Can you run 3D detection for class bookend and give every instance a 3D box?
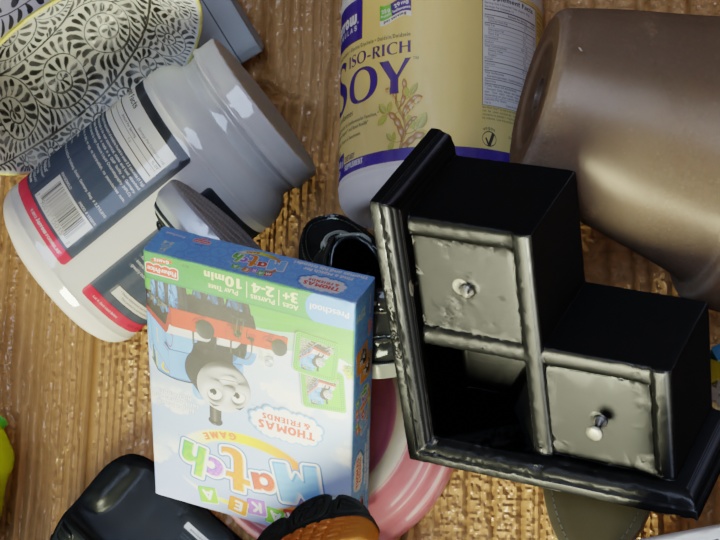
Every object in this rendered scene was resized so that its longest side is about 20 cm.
[{"bbox_3d":[0.124,0.032,1.113,0.198,0.200,0.092,10,38,26],"label":"bookend"}]

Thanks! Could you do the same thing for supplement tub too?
[{"bbox_3d":[-0.146,-0.057,1.312,0.199,0.140,0.141,-38,70,6],"label":"supplement tub"},{"bbox_3d":[0.057,-0.134,1.265,0.144,0.145,0.202,-3,77,16],"label":"supplement tub"}]

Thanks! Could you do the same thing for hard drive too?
[{"bbox_3d":[-0.192,-0.175,1.374,0.199,0.027,0.132,-29,110,10],"label":"hard drive"}]

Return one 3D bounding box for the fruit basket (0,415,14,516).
[{"bbox_3d":[-0.329,0.199,1.319,0.214,0.155,0.218,2,95,24],"label":"fruit basket"}]

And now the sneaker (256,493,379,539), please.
[{"bbox_3d":[-0.048,0.221,1.199,0.199,0.076,0.092,-34,100,36],"label":"sneaker"}]

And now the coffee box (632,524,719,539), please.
[{"bbox_3d":[0.252,0.258,1.085,0.196,0.200,0.202,-13,74,14],"label":"coffee box"}]

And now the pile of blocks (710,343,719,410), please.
[{"bbox_3d":[0.279,0.095,1.194,0.199,0.062,0.082,24,67,17],"label":"pile of blocks"}]

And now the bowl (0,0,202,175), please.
[{"bbox_3d":[-0.221,-0.169,1.290,0.200,0.201,0.094,-39,68,5],"label":"bowl"}]

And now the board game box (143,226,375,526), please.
[{"bbox_3d":[-0.067,0.080,1.193,0.150,0.037,0.202,13,125,18],"label":"board game box"}]

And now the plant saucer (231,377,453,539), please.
[{"bbox_3d":[-0.027,0.103,1.288,0.198,0.051,0.203,-4,77,16],"label":"plant saucer"}]

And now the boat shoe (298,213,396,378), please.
[{"bbox_3d":[0.000,0.000,1.246,0.071,0.200,0.068,-16,117,-8],"label":"boat shoe"}]

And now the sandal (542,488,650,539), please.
[{"bbox_3d":[0.162,0.116,1.222,0.077,0.070,0.213,-12,52,12],"label":"sandal"}]

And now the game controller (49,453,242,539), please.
[{"bbox_3d":[-0.133,0.222,1.306,0.200,0.042,0.104,38,76,21],"label":"game controller"}]

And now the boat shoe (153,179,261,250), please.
[{"bbox_3d":[-0.082,0.031,1.227,0.071,0.072,0.200,-39,95,12],"label":"boat shoe"}]

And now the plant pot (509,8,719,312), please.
[{"bbox_3d":[0.191,-0.087,1.158,0.173,0.200,0.202,15,82,-5],"label":"plant pot"}]
